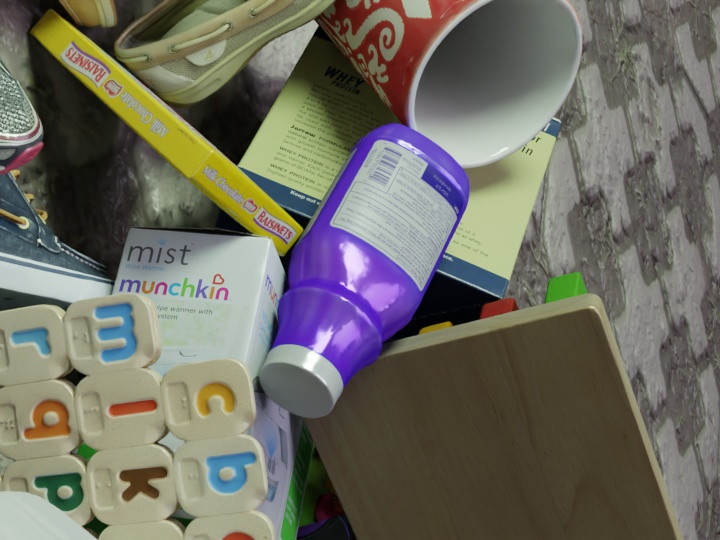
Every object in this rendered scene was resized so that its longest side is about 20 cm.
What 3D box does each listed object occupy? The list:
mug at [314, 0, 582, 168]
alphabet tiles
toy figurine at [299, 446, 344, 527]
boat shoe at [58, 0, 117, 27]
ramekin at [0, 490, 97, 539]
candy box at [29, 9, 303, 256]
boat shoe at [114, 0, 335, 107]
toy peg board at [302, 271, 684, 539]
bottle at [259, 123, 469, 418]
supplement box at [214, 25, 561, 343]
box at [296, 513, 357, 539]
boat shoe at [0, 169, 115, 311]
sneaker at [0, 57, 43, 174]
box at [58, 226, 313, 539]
[{"bbox_3d":[0.054,-0.194,1.037,0.133,0.178,0.200,28,15,-46],"label":"mug"},{"bbox_3d":[-0.143,0.116,0.808,0.015,0.195,0.201,-5,86,-77],"label":"alphabet tiles"},{"bbox_3d":[0.050,0.136,1.163,0.150,0.183,0.200,61,35,-34],"label":"toy figurine"},{"bbox_3d":[-0.199,-0.211,0.917,0.200,0.069,0.074,74,1,-63],"label":"boat shoe"},{"bbox_3d":[-0.184,0.200,0.714,0.200,0.098,0.201,-42,155,-24],"label":"ramekin"},{"bbox_3d":[-0.121,-0.087,0.931,0.026,0.200,0.102,-50,141,2],"label":"candy box"},{"bbox_3d":[-0.072,-0.192,0.999,0.063,0.200,0.073,41,13,-54],"label":"boat shoe"},{"bbox_3d":[0.089,0.108,0.978,0.098,0.198,0.201,-66,137,-61],"label":"toy peg board"},{"bbox_3d":[0.000,0.000,0.918,0.083,0.065,0.200,35,51,-9],"label":"bottle"},{"bbox_3d":[0.015,-0.040,1.096,0.135,0.199,0.200,112,1,-45],"label":"supplement box"},{"bbox_3d":[-0.031,0.282,1.000,0.106,0.122,0.201,49,29,-45],"label":"box"},{"bbox_3d":[-0.204,-0.029,0.854,0.200,0.071,0.091,20,69,-56],"label":"boat shoe"},{"bbox_3d":[-0.230,-0.135,0.769,0.200,0.075,0.081,52,34,-6],"label":"sneaker"},{"bbox_3d":[-0.096,0.098,0.936,0.200,0.096,0.177,73,25,-60],"label":"box"}]
